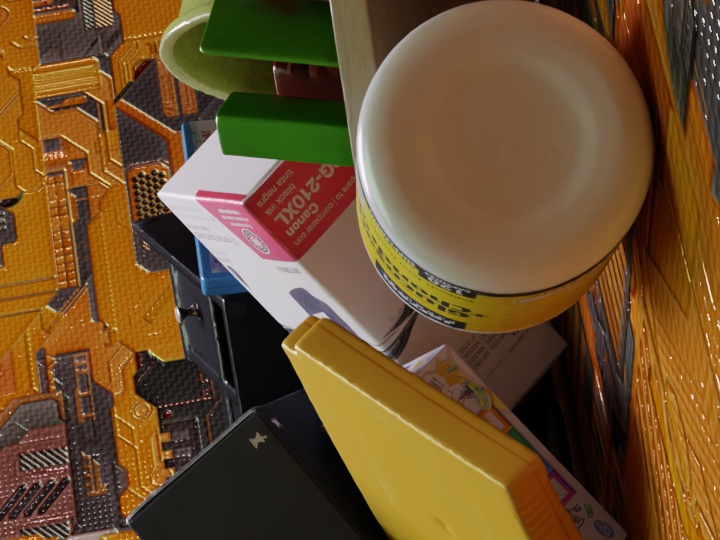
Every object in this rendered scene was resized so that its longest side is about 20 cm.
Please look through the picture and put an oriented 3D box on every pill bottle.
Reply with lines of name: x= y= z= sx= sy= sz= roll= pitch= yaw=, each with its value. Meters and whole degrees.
pill bottle: x=0.054 y=-0.034 z=1.053 sx=0.200 sy=0.112 sz=0.112 roll=88 pitch=172 yaw=-82

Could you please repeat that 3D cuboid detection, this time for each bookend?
bookend: x=-0.063 y=0.072 z=1.705 sx=0.200 sy=0.092 sz=0.199 roll=-143 pitch=41 yaw=-63

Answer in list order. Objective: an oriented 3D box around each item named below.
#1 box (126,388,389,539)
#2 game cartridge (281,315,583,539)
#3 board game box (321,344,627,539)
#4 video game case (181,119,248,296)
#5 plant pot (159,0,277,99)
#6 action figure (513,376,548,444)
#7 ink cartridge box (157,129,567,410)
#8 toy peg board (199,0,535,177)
box: x=-0.012 y=0.174 z=1.501 sx=0.200 sy=0.104 sz=0.182 roll=50 pitch=-168 yaw=7
game cartridge: x=0.053 y=0.119 z=1.308 sx=0.176 sy=0.032 sz=0.200 roll=32 pitch=157 yaw=41
board game box: x=0.056 y=0.110 z=1.392 sx=0.134 sy=0.034 sz=0.200 roll=46 pitch=165 yaw=-2
video game case: x=-0.005 y=-0.048 z=1.617 sx=0.018 sy=0.200 sz=0.143 roll=91 pitch=172 yaw=-46
plant pot: x=-0.010 y=-0.203 z=1.471 sx=0.200 sy=0.200 sz=0.185 roll=85 pitch=-174 yaw=-76
action figure: x=0.075 y=0.108 z=1.636 sx=0.200 sy=0.104 sz=0.194 roll=-179 pitch=84 yaw=-66
ink cartridge box: x=0.000 y=0.000 z=1.471 sx=0.200 sy=0.084 sz=0.145 roll=46 pitch=166 yaw=-19
toy peg board: x=-0.003 y=-0.155 z=1.197 sx=0.199 sy=0.098 sz=0.200 roll=-59 pitch=-30 yaw=-46
